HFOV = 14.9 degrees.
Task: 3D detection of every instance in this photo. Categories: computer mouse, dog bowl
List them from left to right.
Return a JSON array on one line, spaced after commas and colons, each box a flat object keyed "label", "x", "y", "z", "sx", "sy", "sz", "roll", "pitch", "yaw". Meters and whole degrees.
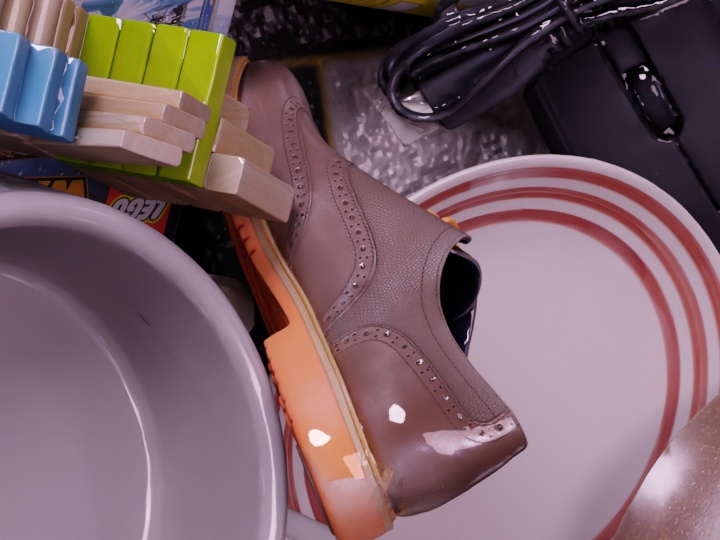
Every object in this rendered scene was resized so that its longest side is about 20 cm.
[{"label": "dog bowl", "x": -0.106, "y": 0.066, "z": 0.799, "sx": 0.200, "sy": 0.059, "sz": 0.201, "roll": 2, "pitch": 86, "yaw": -39}, {"label": "computer mouse", "x": 0.107, "y": -0.050, "z": 0.991, "sx": 0.200, "sy": 0.138, "sz": 0.053, "roll": 37, "pitch": 28, "yaw": -53}]

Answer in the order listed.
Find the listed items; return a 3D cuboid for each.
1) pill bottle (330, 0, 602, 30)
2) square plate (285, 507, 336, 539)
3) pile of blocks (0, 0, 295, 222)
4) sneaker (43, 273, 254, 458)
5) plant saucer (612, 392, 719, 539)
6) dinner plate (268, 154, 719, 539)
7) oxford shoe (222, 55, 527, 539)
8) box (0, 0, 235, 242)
[{"label": "pill bottle", "x": 0.055, "y": -0.138, "z": 0.980, "sx": 0.199, "sy": 0.104, "sz": 0.105, "roll": 6, "pitch": 85, "yaw": -34}, {"label": "square plate", "x": -0.027, "y": 0.164, "z": 0.881, "sx": 0.199, "sy": 0.028, "sz": 0.199, "roll": 24, "pitch": 57, "yaw": -2}, {"label": "pile of blocks", "x": -0.092, "y": -0.068, "z": 0.796, "sx": 0.200, "sy": 0.082, "sz": 0.062, "roll": 18, "pitch": 81, "yaw": -45}, {"label": "sneaker", "x": -0.113, "y": 0.071, "z": 0.879, "sx": 0.200, "sy": 0.077, "sz": 0.112, "roll": -20, "pitch": 107, "yaw": -41}, {"label": "plant saucer", "x": 0.171, "y": 0.130, "z": 1.051, "sx": 0.200, "sy": 0.037, "sz": 0.201, "roll": -13, "pitch": 113, "yaw": -33}, {"label": "dinner plate", "x": 0.050, "y": 0.053, "z": 0.989, "sx": 0.200, "sy": 0.024, "sz": 0.201, "roll": -10, "pitch": 113, "yaw": -24}, {"label": "oxford shoe", "x": 0.000, "y": 0.000, "z": 0.885, "sx": 0.073, "sy": 0.200, "sz": 0.071, "roll": -20, "pitch": 140, "yaw": 0}, {"label": "box", "x": -0.137, "y": -0.068, "z": 0.850, "sx": 0.199, "sy": 0.040, "sz": 0.137, "roll": -2, "pitch": 122, "yaw": -34}]
